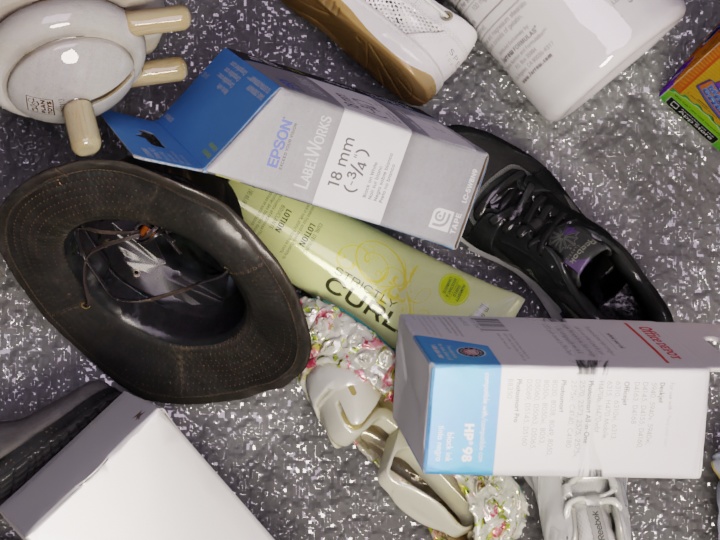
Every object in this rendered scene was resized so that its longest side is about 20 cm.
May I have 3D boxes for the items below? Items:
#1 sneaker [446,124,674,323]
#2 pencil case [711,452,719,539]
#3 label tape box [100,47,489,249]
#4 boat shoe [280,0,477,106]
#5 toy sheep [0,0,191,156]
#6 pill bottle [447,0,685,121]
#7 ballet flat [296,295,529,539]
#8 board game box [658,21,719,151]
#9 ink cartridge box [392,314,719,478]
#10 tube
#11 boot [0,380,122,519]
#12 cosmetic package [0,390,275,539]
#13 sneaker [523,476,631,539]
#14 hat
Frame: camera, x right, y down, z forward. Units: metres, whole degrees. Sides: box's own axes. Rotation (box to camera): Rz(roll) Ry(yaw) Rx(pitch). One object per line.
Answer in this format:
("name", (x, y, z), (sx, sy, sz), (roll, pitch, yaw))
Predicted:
("sneaker", (0.121, -0.022, 1.356), (0.200, 0.088, 0.076), (44, 78, 1))
("pencil case", (0.255, 0.204, 1.337), (0.091, 0.083, 0.200), (8, 78, -28))
("label tape box", (-0.043, -0.082, 1.290), (0.200, 0.144, 0.063), (16, 100, -20))
("boat shoe", (-0.011, -0.191, 1.375), (0.200, 0.071, 0.069), (43, 75, 7))
("toy sheep", (-0.171, -0.153, 1.269), (0.138, 0.138, 0.200), (-11, 57, -9))
("pill bottle", (0.100, -0.203, 1.371), (0.114, 0.114, 0.200), (-38, 87, -12))
("ballet flat", (0.020, 0.098, 1.326), (0.200, 0.076, 0.064), (43, 45, 2))
("board game box", (0.342, -0.136, 1.346), (0.200, 0.200, 0.200), (41, 78, 0))
("ink cartridge box", (0.126, 0.072, 1.256), (0.200, 0.116, 0.067), (2, 102, -8))
("tube", (0.000, 0.000, 1.358), (0.200, 0.052, 0.058), (31, 122, -4))
("boot", (-0.248, 0.093, 1.298), (0.200, 0.070, 0.132), (-33, 64, -31))
("cosmetic package", (-0.100, 0.179, 1.265), (0.108, 0.085, 0.200), (-42, 106, -12))
("sneaker", (0.138, 0.141, 1.332), (0.074, 0.087, 0.200), (-7, 80, -7))
("hat", (-0.112, -0.012, 1.302), (0.200, 0.201, 0.081), (24, 48, -3))
